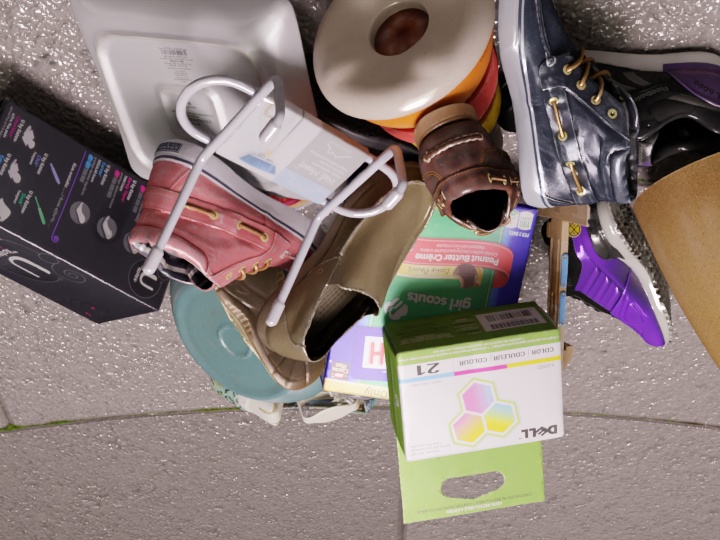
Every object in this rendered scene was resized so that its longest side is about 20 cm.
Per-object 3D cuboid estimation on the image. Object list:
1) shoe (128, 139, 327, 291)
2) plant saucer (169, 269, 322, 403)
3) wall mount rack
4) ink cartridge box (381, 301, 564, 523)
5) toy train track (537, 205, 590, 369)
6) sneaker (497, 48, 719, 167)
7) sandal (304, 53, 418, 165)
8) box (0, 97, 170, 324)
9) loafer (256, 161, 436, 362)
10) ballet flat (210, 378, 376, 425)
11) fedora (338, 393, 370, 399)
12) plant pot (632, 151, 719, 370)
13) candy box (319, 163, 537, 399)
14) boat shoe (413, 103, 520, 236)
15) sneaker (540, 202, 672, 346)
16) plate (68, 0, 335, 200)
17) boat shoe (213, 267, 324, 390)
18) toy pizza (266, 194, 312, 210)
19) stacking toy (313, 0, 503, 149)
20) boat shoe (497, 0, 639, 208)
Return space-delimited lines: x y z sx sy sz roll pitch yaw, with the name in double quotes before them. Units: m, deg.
"shoe" -0.103 -0.019 0.947 0.071 0.092 0.199 1 155 44
"plant saucer" -0.118 0.062 1.151 0.197 0.036 0.202 19 132 22
"wall mount rack" -0.065 -0.051 0.858 0.198 0.075 0.173 26 130 -31
"ink cartridge box" 0.104 0.142 1.025 0.145 0.076 0.203 -8 108 -6
"toy train track" 0.187 -0.014 1.027 0.032 0.115 0.204 -1 98 -16
"sneaker" 0.207 -0.127 0.937 0.196 0.089 0.076 -5 141 8
"sandal" 0.013 -0.118 0.970 0.198 0.076 0.045 22 139 -28
"box" -0.268 -0.045 1.017 0.199 0.108 0.121 31 154 -32
"loafer" 0.000 0.000 0.953 0.201 0.067 0.076 -51 137 1
"ballet flat" -0.076 0.140 1.293 0.196 0.075 0.075 -6 141 10
"fedora" 0.007 0.067 1.182 0.174 0.091 0.201 12 140 -12
"plant pot" 0.344 0.013 0.966 0.183 0.203 0.187 -11 165 -3
"candy box" 0.057 0.018 1.060 0.166 0.077 0.203 8 109 -8
"boat shoe" 0.087 -0.061 0.888 0.070 0.071 0.200 -26 163 13
"sneaker" 0.236 0.005 1.120 0.098 0.070 0.201 -18 129 25
"plate" -0.129 -0.134 0.922 0.196 0.033 0.202 10 138 20
"boat shoe" -0.101 0.015 1.048 0.073 0.066 0.203 -26 101 -17
"toy pizza" -0.106 -0.108 1.017 0.196 0.032 0.202 1 141 1
"stacking toy" 0.063 -0.136 0.904 0.144 0.148 0.200 -15 146 20
"boat shoe" 0.164 -0.144 0.882 0.089 0.071 0.203 1 120 26
